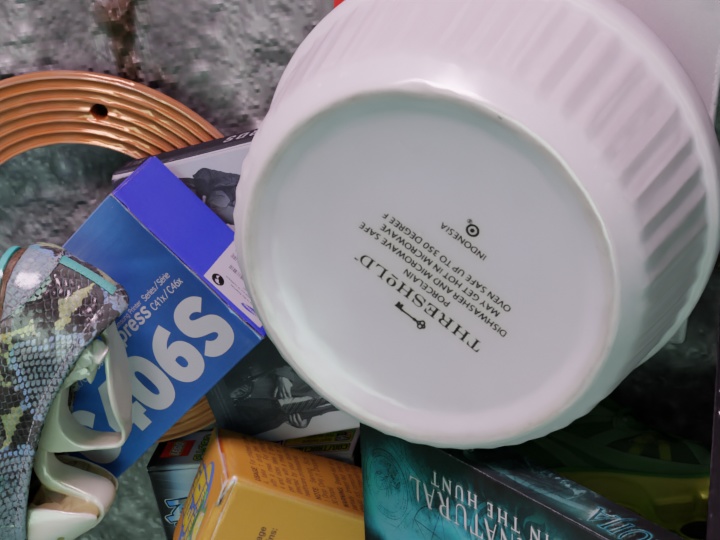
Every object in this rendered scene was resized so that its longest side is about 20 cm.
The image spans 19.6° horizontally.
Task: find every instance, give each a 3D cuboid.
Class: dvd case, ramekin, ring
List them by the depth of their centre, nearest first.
[{"bbox_3d":[0.041,-0.019,0.847,0.202,0.094,0.203,9,118,18],"label":"ramekin"},{"bbox_3d":[0.000,0.000,0.944,0.200,0.025,0.151,-12,111,26],"label":"dvd case"},{"bbox_3d":[-0.129,-0.005,1.012,0.200,0.019,0.201,5,118,10],"label":"ring"}]

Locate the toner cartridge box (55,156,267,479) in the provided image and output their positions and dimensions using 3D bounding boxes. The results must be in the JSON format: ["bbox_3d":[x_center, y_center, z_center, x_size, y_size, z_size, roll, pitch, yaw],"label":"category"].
[{"bbox_3d":[-0.126,0.044,0.982,0.095,0.043,0.200,44,126,-3],"label":"toner cartridge box"}]

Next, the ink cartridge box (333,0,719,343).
[{"bbox_3d":[0.068,-0.072,0.920,0.176,0.045,0.200,7,118,8],"label":"ink cartridge box"}]

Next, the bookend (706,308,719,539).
[{"bbox_3d":[0.245,0.079,0.861,0.200,0.199,0.092,2,137,11],"label":"bookend"}]

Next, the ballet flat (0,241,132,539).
[{"bbox_3d":[-0.140,0.081,0.943,0.074,0.074,0.200,15,125,5],"label":"ballet flat"}]

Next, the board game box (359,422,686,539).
[{"bbox_3d":[0.068,0.145,0.863,0.200,0.028,0.136,24,122,52],"label":"board game box"}]

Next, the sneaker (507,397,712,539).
[{"bbox_3d":[0.127,0.090,0.968,0.200,0.084,0.074,6,139,-13],"label":"sneaker"}]

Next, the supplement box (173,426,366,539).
[{"bbox_3d":[0.014,0.138,0.991,0.200,0.069,0.067,18,108,-18],"label":"supplement box"}]

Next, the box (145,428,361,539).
[{"bbox_3d":[-0.033,0.174,1.072,0.110,0.035,0.200,-6,115,15],"label":"box"}]
